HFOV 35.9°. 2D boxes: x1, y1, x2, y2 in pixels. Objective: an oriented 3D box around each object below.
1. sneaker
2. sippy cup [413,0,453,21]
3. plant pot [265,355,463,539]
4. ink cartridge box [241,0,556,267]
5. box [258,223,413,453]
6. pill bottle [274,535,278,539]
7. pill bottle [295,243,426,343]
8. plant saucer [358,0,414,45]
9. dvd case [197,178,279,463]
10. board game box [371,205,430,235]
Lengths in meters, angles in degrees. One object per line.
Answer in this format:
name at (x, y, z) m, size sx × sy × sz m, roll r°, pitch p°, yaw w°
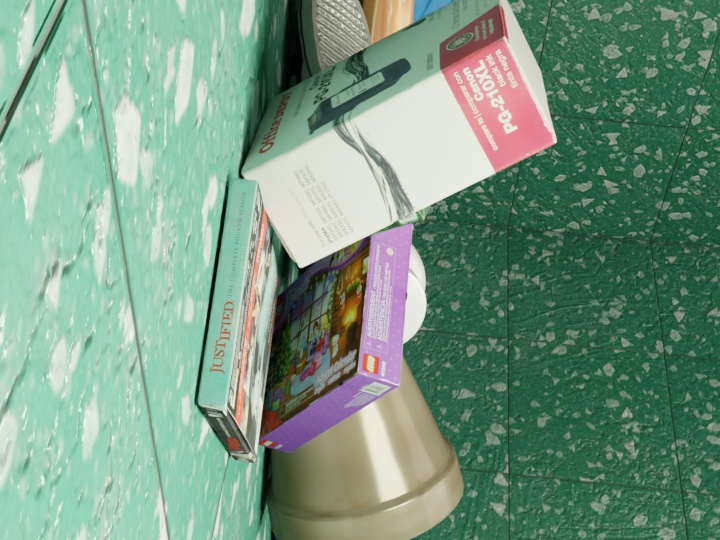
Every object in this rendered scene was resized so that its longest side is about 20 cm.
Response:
sneaker at (-0.031, -0.154, 0.975) m, size 0.078 × 0.079 × 0.202 m, roll -17°, pitch 97°, yaw -45°
sippy cup at (0.078, -0.342, 1.203) m, size 0.140 × 0.177 × 0.131 m, roll 50°, pitch 23°, yaw -44°
plant pot at (-0.011, 0.152, 1.096) m, size 0.200 × 0.198 × 0.175 m, roll -79°, pitch 157°, yaw -74°
ink cartridge box at (0.026, -0.105, 0.782) m, size 0.085 × 0.199 × 0.145 m, roll 58°, pitch 18°, yaw -22°
box at (-0.026, 0.055, 0.905) m, size 0.200 × 0.039 × 0.138 m, roll -40°, pitch -142°, yaw 53°
pill bottle at (-0.044, 0.332, 1.290) m, size 0.116 × 0.114 × 0.201 m, roll -82°, pitch 178°, yaw -53°
pill bottle at (0.000, 0.000, 1.069) m, size 0.200 × 0.110 × 0.112 m, roll -122°, pitch -146°, yaw -67°
plant saucer at (0.016, -0.229, 1.080) m, size 0.200 × 0.037 × 0.202 m, roll 9°, pitch 90°, yaw -80°
dvd case at (-0.079, 0.043, 0.759) m, size 0.200 × 0.022 × 0.147 m, roll 87°, pitch 9°, yaw -72°
board game box at (0.033, -0.092, 0.880) m, size 0.024 × 0.104 × 0.201 m, roll 58°, pitch 37°, yaw -25°
